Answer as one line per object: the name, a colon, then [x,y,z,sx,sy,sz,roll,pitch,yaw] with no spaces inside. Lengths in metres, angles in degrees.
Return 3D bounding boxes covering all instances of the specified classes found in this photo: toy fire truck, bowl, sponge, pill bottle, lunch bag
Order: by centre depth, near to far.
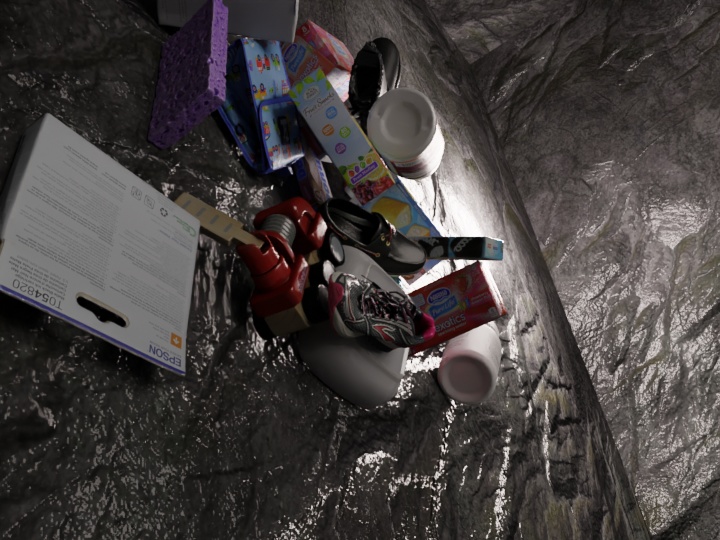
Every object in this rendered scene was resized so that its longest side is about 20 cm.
toy fire truck: [-0.124,-0.037,0.786,0.177,0.127,0.202,-79,146,-54]
sponge: [-0.216,-0.256,0.798,0.030,0.111,0.203,34,37,-42]
bowl: [0.009,0.079,0.904,0.200,0.074,0.203,44,49,-38]
lunch bag: [-0.154,-0.239,0.963,0.151,0.093,0.203,-54,127,-67]
pill bottle: [0.083,-0.220,1.058,0.116,0.113,0.200,66,9,8]
pill bottle: [0.225,0.170,1.258,0.115,0.113,0.200,59,25,-9]

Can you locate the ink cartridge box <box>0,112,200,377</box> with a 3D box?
ink cartridge box: [-0.242,-0.016,0.592,0.199,0.040,0.203,40,33,-42]

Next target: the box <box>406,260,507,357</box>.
box: [0.141,0.070,1.079,0.101,0.198,0.095,66,18,9]

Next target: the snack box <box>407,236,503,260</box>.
snack box: [0.132,-0.038,1.065,0.116,0.197,0.038,3,89,-63]

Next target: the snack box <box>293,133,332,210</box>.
snack box: [-0.093,-0.189,1.085,0.072,0.024,0.203,21,47,-60]

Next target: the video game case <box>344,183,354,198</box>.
video game case: [0.016,-0.187,1.293,0.143,0.017,0.202,44,30,-36]

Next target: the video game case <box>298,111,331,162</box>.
video game case: [-0.096,-0.279,1.118,0.202,0.017,0.143,58,18,4]

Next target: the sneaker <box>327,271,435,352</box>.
sneaker: [0.025,0.049,0.796,0.199,0.074,0.082,27,58,-53]

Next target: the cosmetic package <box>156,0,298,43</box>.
cosmetic package: [-0.184,-0.402,0.883,0.196,0.114,0.082,6,47,-8]

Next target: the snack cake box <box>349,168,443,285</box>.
snack cake box: [0.075,-0.080,1.193,0.200,0.114,0.067,46,11,-32]

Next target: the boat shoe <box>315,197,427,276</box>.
boat shoe: [0.020,-0.049,0.963,0.199,0.063,0.075,23,55,-18]

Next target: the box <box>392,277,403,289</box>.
box: [0.000,0.000,1.054,0.199,0.049,0.084,14,53,-60]

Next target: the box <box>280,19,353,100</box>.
box: [-0.072,-0.364,1.135,0.095,0.102,0.200,56,18,2]

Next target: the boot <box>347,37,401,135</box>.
boot: [0.023,-0.342,1.089,0.162,0.072,0.202,42,56,-78]

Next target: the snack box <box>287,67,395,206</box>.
snack box: [-0.026,-0.203,0.989,0.202,0.067,0.169,57,5,-4]
